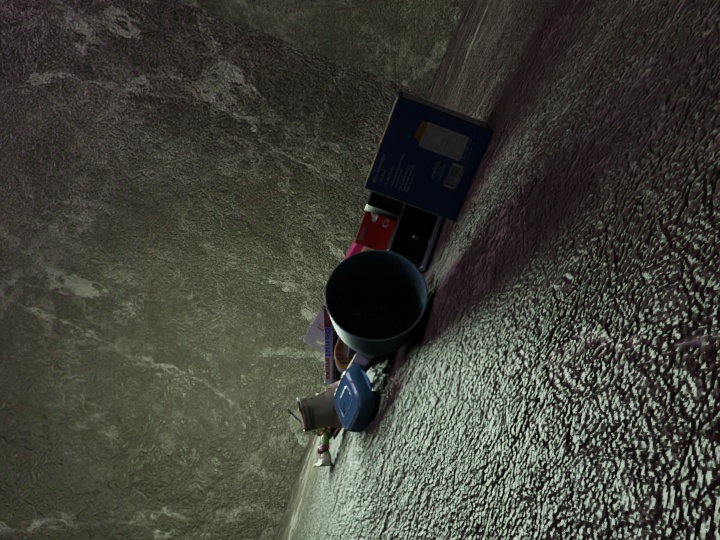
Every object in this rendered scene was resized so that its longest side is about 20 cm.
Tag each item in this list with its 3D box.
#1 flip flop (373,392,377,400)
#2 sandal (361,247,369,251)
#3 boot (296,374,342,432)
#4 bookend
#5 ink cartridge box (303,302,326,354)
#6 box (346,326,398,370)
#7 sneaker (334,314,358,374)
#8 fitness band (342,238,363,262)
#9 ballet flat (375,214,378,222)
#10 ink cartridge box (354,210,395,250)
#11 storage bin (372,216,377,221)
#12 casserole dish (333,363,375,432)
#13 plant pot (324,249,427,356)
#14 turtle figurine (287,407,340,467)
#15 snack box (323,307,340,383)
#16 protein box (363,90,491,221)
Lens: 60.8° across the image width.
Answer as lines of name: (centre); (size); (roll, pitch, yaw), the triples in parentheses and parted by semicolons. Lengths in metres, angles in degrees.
flip flop: (-0.005, 0.327, 1.527); (0.200, 0.057, 0.081); (139, 147, -79)
sandal: (0.017, -0.018, 1.703); (0.059, 0.079, 0.207); (122, 159, -82)
boot: (-0.099, 0.339, 1.694); (0.072, 0.154, 0.200); (109, 155, -64)
bookend: (0.088, -0.122, 1.432); (0.092, 0.200, 0.199); (132, 159, -84)
ink cartridge box: (-0.068, 0.148, 1.794); (0.200, 0.116, 0.067); (-58, -6, -6)
box: (0.028, 0.198, 1.507); (0.156, 0.041, 0.200); (-47, -12, -32)
sneaker: (-0.034, 0.184, 1.651); (0.088, 0.075, 0.200); (91, -168, -56)
fitness band: (0.000, 0.000, 1.632); (0.200, 0.037, 0.144); (-59, 43, 32)
ballet flat: (0.131, -0.170, 1.612); (0.200, 0.071, 0.071); (-34, 10, 10)
ink cartridge box: (0.099, -0.133, 1.531); (0.044, 0.173, 0.200); (130, 159, -81)
storage bin: (0.085, -0.094, 1.972); (0.200, 0.134, 0.146); (117, 173, -62)
casserole dish: (-0.020, 0.304, 1.438); (0.121, 0.039, 0.200); (63, 151, 32)
plant pot: (0.032, 0.084, 1.261); (0.161, 0.200, 0.201); (88, -162, -61)
turtle figurine: (-0.148, 0.510, 1.908); (0.144, 0.200, 0.194); (-23, 65, 43)
snack box: (-0.076, 0.199, 1.646); (0.072, 0.024, 0.200); (5, -96, -73)
protein box: (0.137, -0.242, 1.284); (0.135, 0.200, 0.199); (-76, 7, -68)
